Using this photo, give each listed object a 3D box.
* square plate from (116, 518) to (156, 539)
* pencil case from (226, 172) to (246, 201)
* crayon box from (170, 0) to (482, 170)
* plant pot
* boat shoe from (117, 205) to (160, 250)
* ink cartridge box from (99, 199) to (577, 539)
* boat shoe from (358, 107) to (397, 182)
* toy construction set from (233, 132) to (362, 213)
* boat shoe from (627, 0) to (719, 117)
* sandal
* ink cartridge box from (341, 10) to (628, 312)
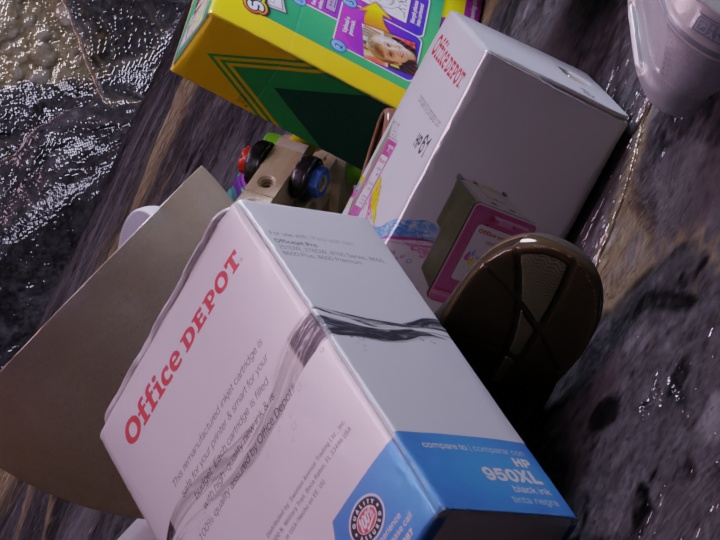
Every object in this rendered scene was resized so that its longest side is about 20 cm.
[{"bbox_3d":[-0.103,0.167,1.522,0.200,0.028,0.198,-46,17,-15],"label":"square plate"},{"bbox_3d":[-0.090,0.036,1.826,0.085,0.092,0.200,42,108,43],"label":"pencil case"},{"bbox_3d":[-0.015,-0.160,1.699,0.058,0.172,0.200,-55,15,38],"label":"crayon box"},{"bbox_3d":[-0.109,0.059,1.490,0.200,0.134,0.200,-46,4,4],"label":"plant pot"},{"bbox_3d":[-0.099,0.053,1.681,0.070,0.066,0.200,0,105,54],"label":"boat shoe"},{"bbox_3d":[-0.016,0.087,1.171,0.145,0.084,0.200,-58,46,27],"label":"ink cartridge box"},{"bbox_3d":[0.000,0.000,1.536,0.200,0.072,0.076,-66,12,-2],"label":"boat shoe"},{"bbox_3d":[-0.047,-0.007,1.666,0.131,0.092,0.200,84,-165,-47],"label":"toy construction set"},{"bbox_3d":[0.148,-0.140,1.225,0.069,0.072,0.200,-56,23,33],"label":"boat shoe"},{"bbox_3d":[0.047,0.041,1.233,0.200,0.082,0.055,-54,7,42],"label":"sandal"},{"bbox_3d":[0.043,-0.021,1.365,0.200,0.085,0.145,-61,12,9],"label":"ink cartridge box"}]
